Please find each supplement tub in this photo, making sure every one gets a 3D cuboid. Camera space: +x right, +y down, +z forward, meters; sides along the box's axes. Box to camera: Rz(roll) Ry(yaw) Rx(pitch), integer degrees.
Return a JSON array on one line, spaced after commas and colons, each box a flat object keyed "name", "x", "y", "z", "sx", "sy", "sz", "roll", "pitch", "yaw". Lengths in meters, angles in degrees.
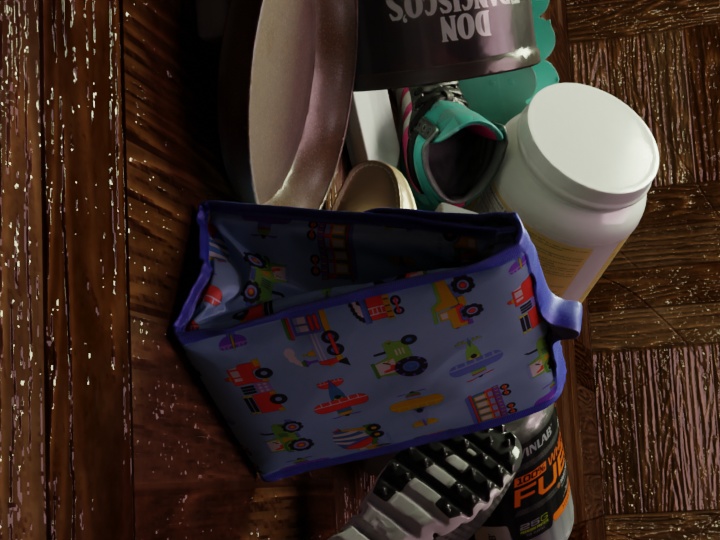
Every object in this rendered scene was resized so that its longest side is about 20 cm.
[{"name": "supplement tub", "x": 0.125, "y": 0.165, "z": 1.260, "sx": 0.123, "sy": 0.121, "sz": 0.202, "roll": -75, "pitch": 155, "yaw": -53}, {"name": "supplement tub", "x": 0.164, "y": -0.051, "z": 1.219, "sx": 0.201, "sy": 0.144, "sz": 0.147, "roll": 117, "pitch": -14, "yaw": -48}]

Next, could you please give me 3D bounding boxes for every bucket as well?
[{"name": "bucket", "x": 0.109, "y": -0.215, "z": 1.305, "sx": 0.207, "sy": 0.133, "sz": 0.210, "roll": -5, "pitch": 90, "yaw": -75}]

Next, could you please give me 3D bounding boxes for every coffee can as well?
[{"name": "coffee can", "x": 0.040, "y": -0.233, "z": 0.943, "sx": 0.146, "sy": 0.144, "sz": 0.203, "roll": -43, "pitch": 126, "yaw": -72}]

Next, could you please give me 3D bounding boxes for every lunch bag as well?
[{"name": "lunch bag", "x": 0.021, "y": 0.035, "z": 0.747, "sx": 0.151, "sy": 0.197, "sz": 0.095, "roll": 67, "pitch": 23, "yaw": -50}]

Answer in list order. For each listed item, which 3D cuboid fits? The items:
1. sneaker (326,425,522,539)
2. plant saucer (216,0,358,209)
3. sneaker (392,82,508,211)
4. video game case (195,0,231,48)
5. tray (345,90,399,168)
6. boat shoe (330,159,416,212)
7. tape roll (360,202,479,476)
[{"name": "sneaker", "x": 0.026, "y": 0.174, "z": 0.868, "sx": 0.200, "sy": 0.066, "sz": 0.091, "roll": -41, "pitch": 150, "yaw": -25}, {"name": "plant saucer", "x": -0.043, "y": -0.119, "z": 0.820, "sx": 0.200, "sy": 0.032, "sz": 0.203, "roll": 10, "pitch": 90, "yaw": -76}, {"name": "sneaker", "x": 0.068, "y": -0.139, "z": 1.151, "sx": 0.121, "sy": 0.083, "sz": 0.203, "roll": -161, "pitch": -116, "yaw": -65}, {"name": "video game case", "x": -0.066, "y": -0.229, "z": 0.853, "sx": 0.182, "sy": 0.023, "sz": 0.203, "roll": 2, "pitch": 83, "yaw": -76}, {"name": "tray", "x": -0.004, "y": -0.152, "z": 1.070, "sx": 0.108, "sy": 0.022, "sz": 0.202, "roll": -72, "pitch": 153, "yaw": -55}, {"name": "boat shoe", "x": 0.000, "y": 0.000, "z": 0.935, "sx": 0.065, "sy": 0.070, "sz": 0.202, "roll": 65, "pitch": 25, "yaw": -53}, {"name": "tape roll", "x": 0.058, "y": 0.056, "z": 0.990, "sx": 0.200, "sy": 0.065, "sz": 0.203, "roll": -162, "pitch": -90, "yaw": -88}]
